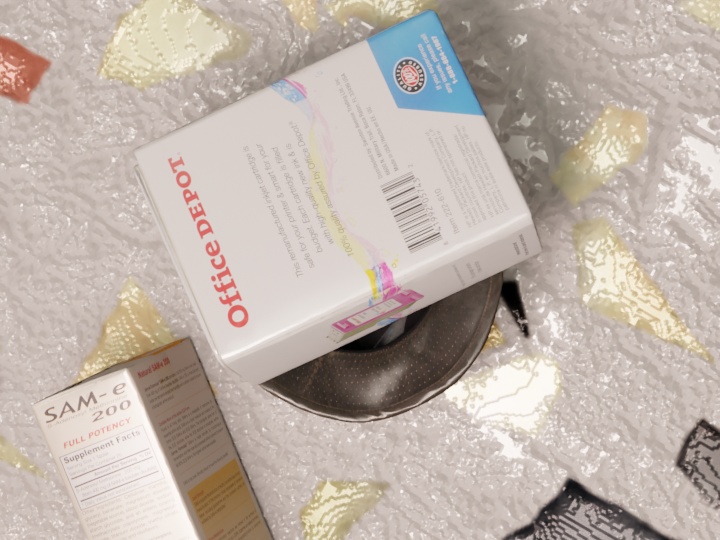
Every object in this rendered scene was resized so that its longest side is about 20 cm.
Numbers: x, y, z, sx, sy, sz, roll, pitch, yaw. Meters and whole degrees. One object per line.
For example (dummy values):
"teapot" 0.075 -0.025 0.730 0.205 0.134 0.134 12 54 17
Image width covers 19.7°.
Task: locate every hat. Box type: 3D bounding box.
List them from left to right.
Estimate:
"hat" 0.000 0.000 1.302 0.201 0.081 0.201 -2 77 8

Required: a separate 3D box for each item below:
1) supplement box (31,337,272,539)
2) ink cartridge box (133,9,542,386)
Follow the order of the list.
"supplement box" -0.121 0.154 1.321 0.074 0.126 0.200 -22 91 15
"ink cartridge box" -0.014 -0.040 1.227 0.200 0.085 0.145 -25 75 2
